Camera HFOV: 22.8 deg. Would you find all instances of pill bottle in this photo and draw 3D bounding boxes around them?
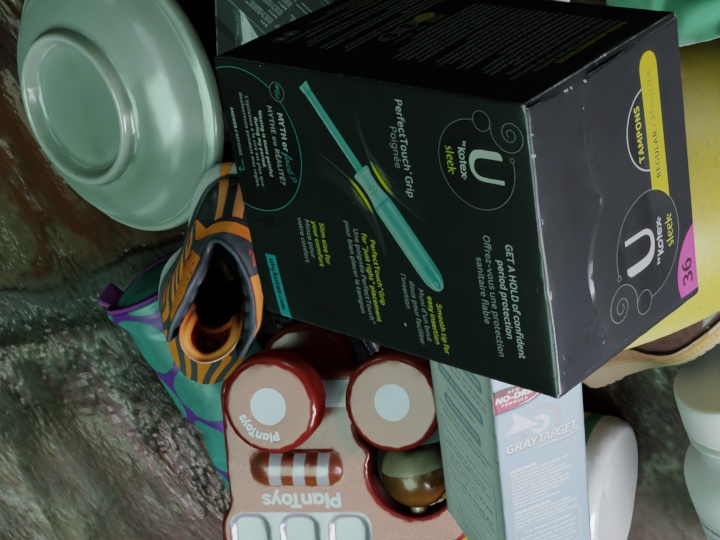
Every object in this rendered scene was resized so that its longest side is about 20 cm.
[{"bbox_3d":[0.088,0.146,1.271,0.198,0.113,0.113,8,129,23],"label":"pill bottle"},{"bbox_3d":[0.275,0.144,1.167,0.114,0.115,0.201,-6,122,32],"label":"pill bottle"}]

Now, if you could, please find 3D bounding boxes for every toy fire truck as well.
[{"bbox_3d":[0.000,0.125,1.200,0.198,0.112,0.169,-1,102,14],"label":"toy fire truck"}]

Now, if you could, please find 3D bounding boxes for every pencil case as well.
[{"bbox_3d":[-0.110,0.084,1.347,0.092,0.085,0.201,-12,118,39],"label":"pencil case"}]

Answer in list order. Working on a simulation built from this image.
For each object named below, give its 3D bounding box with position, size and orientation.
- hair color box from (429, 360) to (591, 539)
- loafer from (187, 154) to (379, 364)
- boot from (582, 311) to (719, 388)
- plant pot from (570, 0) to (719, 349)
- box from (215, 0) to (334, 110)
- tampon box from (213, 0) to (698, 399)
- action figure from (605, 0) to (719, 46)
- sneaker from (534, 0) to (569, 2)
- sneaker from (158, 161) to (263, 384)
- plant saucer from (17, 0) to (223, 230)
[{"bbox_3d":[0.089,0.089,1.073,0.099,0.060,0.201,-128,24,-52],"label":"hair color box"},{"bbox_3d":[-0.055,0.011,1.274,0.072,0.063,0.200,-25,111,38],"label":"loafer"},{"bbox_3d":[0.151,-0.011,1.138,0.166,0.073,0.200,44,137,-12],"label":"boot"},{"bbox_3d":[0.185,-0.057,1.019,0.141,0.201,0.201,-5,133,-15],"label":"plant pot"},{"bbox_3d":[-0.005,-0.087,1.103,0.200,0.050,0.158,44,163,12],"label":"box"},{"bbox_3d":[0.050,-0.049,0.892,0.199,0.126,0.151,15,125,41],"label":"tampon box"},{"bbox_3d":[0.225,-0.167,0.933,0.198,0.055,0.119,-1,106,-22],"label":"action figure"},{"bbox_3d":[0.050,-0.195,0.966,0.199,0.100,0.070,19,167,39],"label":"sneaker"},{"bbox_3d":[-0.104,0.031,1.190,0.077,0.113,0.201,10,136,-2],"label":"sneaker"},{"bbox_3d":[-0.178,-0.115,1.206,0.199,0.050,0.202,24,127,35],"label":"plant saucer"}]
